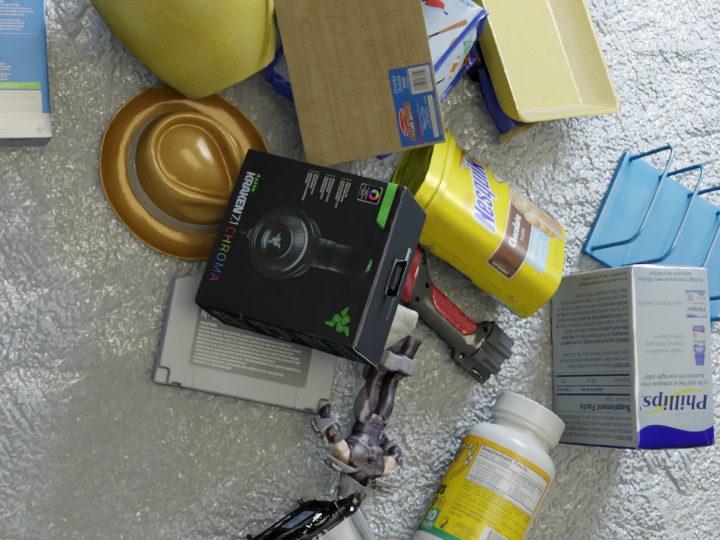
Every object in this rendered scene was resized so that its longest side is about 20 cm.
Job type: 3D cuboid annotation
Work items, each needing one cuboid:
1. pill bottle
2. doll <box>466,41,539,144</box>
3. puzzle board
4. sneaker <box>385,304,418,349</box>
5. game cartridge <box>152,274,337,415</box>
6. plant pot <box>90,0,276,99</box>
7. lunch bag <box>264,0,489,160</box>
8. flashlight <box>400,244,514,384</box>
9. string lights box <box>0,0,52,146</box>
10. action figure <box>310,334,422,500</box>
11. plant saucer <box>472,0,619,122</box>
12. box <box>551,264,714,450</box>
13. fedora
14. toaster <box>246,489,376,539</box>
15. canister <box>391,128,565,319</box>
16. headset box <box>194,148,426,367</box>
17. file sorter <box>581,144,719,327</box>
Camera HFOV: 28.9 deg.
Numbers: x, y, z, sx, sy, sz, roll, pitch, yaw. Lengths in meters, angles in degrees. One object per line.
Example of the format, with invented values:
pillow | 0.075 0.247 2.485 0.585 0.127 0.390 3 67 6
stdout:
pill bottle | 0.150 0.243 1.567 0.112 0.113 0.201 32 76 -14
doll | 0.145 -0.251 1.639 0.136 0.048 0.202 -29 94 -33
puzzle board | -0.002 -0.217 1.439 0.149 0.017 0.202 -10 103 7
sneaker | 0.000 0.000 1.524 0.091 0.076 0.201 -25 68 0
game cartridge | -0.119 0.076 1.529 0.198 0.041 0.135 13 77 -18
plant pot | -0.166 -0.265 1.468 0.199 0.200 0.143 -31 107 -19
lunch bag | 0.014 -0.233 1.534 0.169 0.124 0.200 33 67 13
flashlight | 0.093 0.036 1.592 0.200 0.068 0.068 41 41 -14
string lights box | -0.378 -0.232 1.451 0.102 0.059 0.203 -2 86 -20
action figure | 0.011 0.162 1.537 0.130 0.069 0.202 32 73 -46
plant saucer | 0.201 -0.264 1.626 0.199 0.048 0.202 -11 81 -44
box | 0.307 0.100 1.598 0.104 0.184 0.203 1 85 -21
fedora | -0.178 -0.110 1.497 0.198 0.082 0.203 1 86 -19
toaster | -0.067 0.323 1.440 0.180 0.200 0.119 -33 92 -19
canister | 0.133 -0.053 1.578 0.199 0.087 0.149 36 35 -16
headset box | -0.043 -0.011 1.444 0.198 0.093 0.176 16 79 21
file sorter | 0.396 -0.043 1.673 0.199 0.123 0.140 29 76 -14
